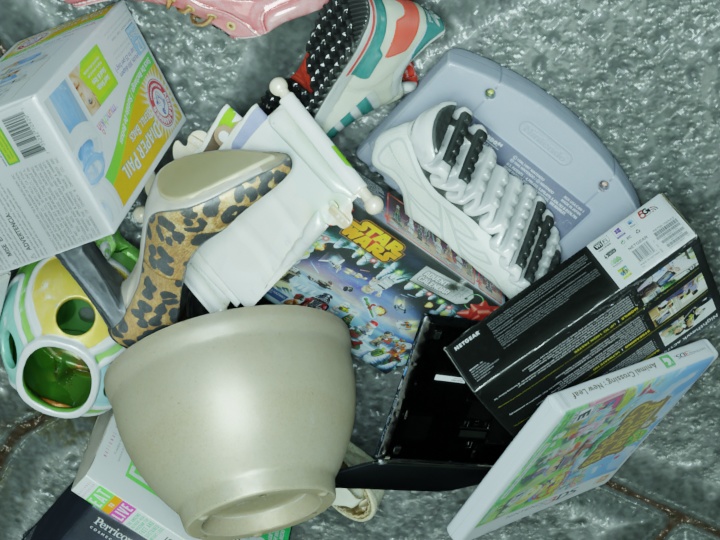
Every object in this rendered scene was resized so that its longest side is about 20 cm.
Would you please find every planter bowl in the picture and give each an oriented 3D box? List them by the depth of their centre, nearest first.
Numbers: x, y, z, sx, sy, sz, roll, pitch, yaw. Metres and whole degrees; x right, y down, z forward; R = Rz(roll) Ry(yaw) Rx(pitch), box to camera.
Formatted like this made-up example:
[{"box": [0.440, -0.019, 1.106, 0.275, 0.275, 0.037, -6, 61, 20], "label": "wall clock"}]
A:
[{"box": [-0.090, 0.131, 1.076, 0.200, 0.135, 0.200, -13, 156, -6], "label": "planter bowl"}]

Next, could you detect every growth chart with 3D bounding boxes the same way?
[{"box": [-0.087, -0.050, 1.024, 0.200, 0.018, 0.145, -40, 79, 35], "label": "growth chart"}]

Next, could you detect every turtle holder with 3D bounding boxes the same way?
[{"box": [-0.222, 0.040, 1.131, 0.141, 0.132, 0.186, 39, 120, -17], "label": "turtle holder"}]

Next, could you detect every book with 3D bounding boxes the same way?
[{"box": [-0.153, 0.201, 1.227, 0.200, 0.134, 0.048, 36, 120, -16], "label": "book"}]

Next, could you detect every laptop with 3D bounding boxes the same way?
[{"box": [0.065, 0.121, 1.171, 0.177, 0.103, 0.200, 8, 106, -37], "label": "laptop"}]

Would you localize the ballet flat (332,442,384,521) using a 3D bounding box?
[{"box": [-0.056, 0.155, 1.228, 0.200, 0.062, 0.067, 36, 120, -15], "label": "ballet flat"}]

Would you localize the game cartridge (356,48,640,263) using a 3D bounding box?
[{"box": [0.114, -0.078, 1.070, 0.200, 0.041, 0.133, 37, 124, -16], "label": "game cartridge"}]

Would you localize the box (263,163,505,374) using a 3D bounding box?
[{"box": [0.000, 0.000, 1.093, 0.200, 0.040, 0.137, 34, 131, -31], "label": "box"}]

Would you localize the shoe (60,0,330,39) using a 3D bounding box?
[{"box": [-0.122, -0.205, 0.994, 0.200, 0.071, 0.091, -15, 114, 11], "label": "shoe"}]

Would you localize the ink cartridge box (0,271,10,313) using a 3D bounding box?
[{"box": [-0.397, 0.018, 1.125, 0.200, 0.084, 0.144, 34, 125, 16], "label": "ink cartridge box"}]

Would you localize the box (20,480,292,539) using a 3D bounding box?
[{"box": [-0.206, 0.286, 1.298, 0.200, 0.123, 0.198, 34, 119, -15], "label": "box"}]

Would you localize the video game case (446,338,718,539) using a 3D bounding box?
[{"box": [0.180, 0.142, 1.122, 0.182, 0.022, 0.200, -15, 148, -35], "label": "video game case"}]

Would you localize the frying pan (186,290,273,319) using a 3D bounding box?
[{"box": [-0.112, 0.067, 1.189, 0.115, 0.031, 0.190, 38, 129, -1], "label": "frying pan"}]

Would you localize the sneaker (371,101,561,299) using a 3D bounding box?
[{"box": [0.085, -0.044, 1.043, 0.081, 0.075, 0.200, -11, 130, 41], "label": "sneaker"}]

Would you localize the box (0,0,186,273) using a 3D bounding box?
[{"box": [-0.216, -0.101, 0.994, 0.101, 0.200, 0.113, -18, 116, 18], "label": "box"}]

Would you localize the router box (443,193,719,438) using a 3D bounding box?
[{"box": [0.177, 0.046, 1.057, 0.200, 0.051, 0.149, -35, 146, 4], "label": "router box"}]

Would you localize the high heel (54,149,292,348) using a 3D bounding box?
[{"box": [-0.116, -0.010, 1.028, 0.200, 0.071, 0.143, -21, 125, 16], "label": "high heel"}]

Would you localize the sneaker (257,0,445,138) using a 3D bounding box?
[{"box": [-0.008, -0.130, 1.029, 0.093, 0.070, 0.200, 1, 146, -31], "label": "sneaker"}]
